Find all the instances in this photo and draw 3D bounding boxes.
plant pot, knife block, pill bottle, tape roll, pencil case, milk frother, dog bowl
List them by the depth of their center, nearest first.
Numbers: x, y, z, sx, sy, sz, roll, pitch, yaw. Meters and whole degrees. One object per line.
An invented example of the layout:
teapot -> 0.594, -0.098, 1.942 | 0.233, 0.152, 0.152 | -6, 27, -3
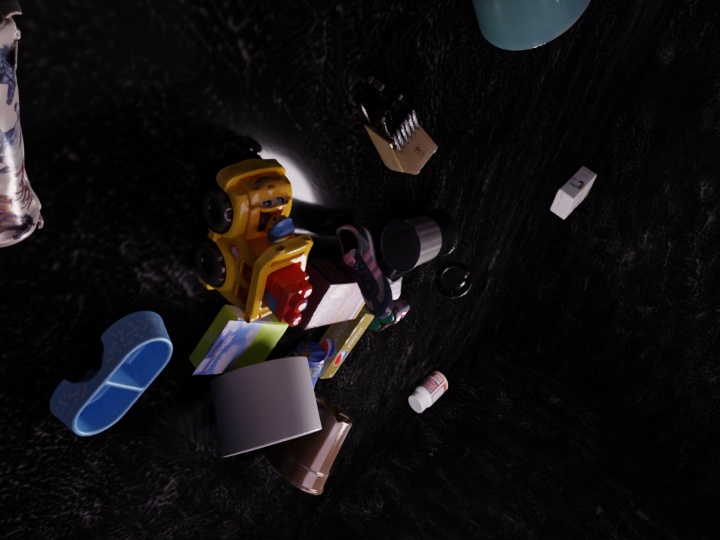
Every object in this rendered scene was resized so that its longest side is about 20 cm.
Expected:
pencil case -> -0.314, -0.116, 0.429 | 0.087, 0.079, 0.204 | -8, 134, -30
dog bowl -> -0.356, 0.154, 0.769 | 0.201, 0.049, 0.112 | -50, 156, -5
plant pot -> 0.249, -0.482, 0.807 | 0.203, 0.200, 0.160 | -52, 144, 5
knife block -> 0.047, -0.256, 0.927 | 0.064, 0.175, 0.200 | -46, -159, 0
tape roll -> -0.183, 0.263, 1.019 | 0.195, 0.144, 0.203 | -14, 165, -4
milk frother -> 0.166, -0.027, 1.263 | 0.185, 0.198, 0.186 | -19, 135, -49
pencil case -> -0.143, 0.261, 1.269 | 0.075, 0.088, 0.205 | 13, 122, -17
plant pot -> -0.132, 0.467, 1.460 | 0.202, 0.197, 0.200 | -56, 156, -4
pill bottle -> 0.324, 0.584, 2.529 | 0.197, 0.109, 0.112 | -33, 151, -34

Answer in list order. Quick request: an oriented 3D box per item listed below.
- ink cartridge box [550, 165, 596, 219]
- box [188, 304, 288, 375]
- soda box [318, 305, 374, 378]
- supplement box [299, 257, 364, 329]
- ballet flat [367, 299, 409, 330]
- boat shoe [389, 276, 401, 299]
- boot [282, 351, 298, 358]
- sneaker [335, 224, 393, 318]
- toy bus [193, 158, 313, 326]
ink cartridge box -> 0.979, -0.357, 2.422 | 0.199, 0.083, 0.147 | -41, 154, -22
box -> -0.225, 0.130, 0.971 | 0.124, 0.047, 0.199 | -54, 157, 7
soda box -> -0.051, 0.172, 1.327 | 0.203, 0.064, 0.067 | -56, 156, 9
supplement box -> -0.061, 0.042, 1.099 | 0.112, 0.085, 0.198 | -58, 156, 18
ballet flat -> 0.067, 0.112, 1.349 | 0.069, 0.072, 0.199 | -13, 174, -26
boat shoe -> 0.052, 0.037, 1.329 | 0.197, 0.070, 0.071 | 1, 107, -55
boot -> -0.217, 0.280, 1.170 | 0.152, 0.073, 0.208 | -5, 129, -56
sneaker -> 0.000, 0.000, 1.036 | 0.070, 0.205, 0.081 | -37, 152, 30
toy bus -> -0.131, -0.026, 0.751 | 0.134, 0.191, 0.205 | -21, 142, -44
